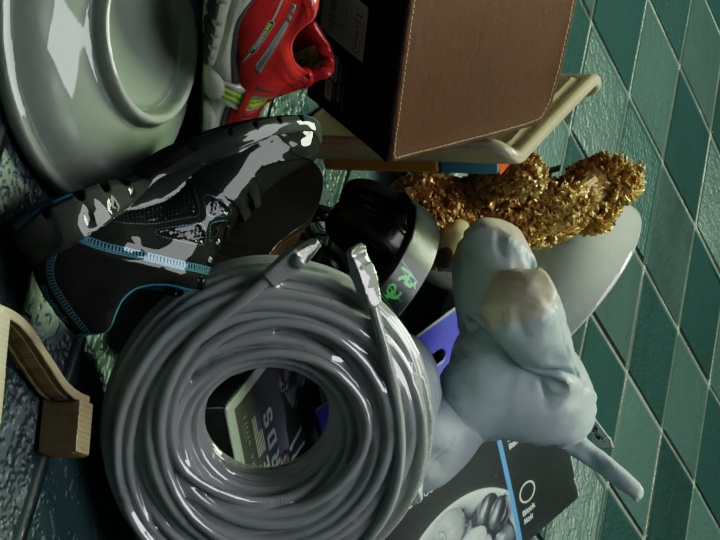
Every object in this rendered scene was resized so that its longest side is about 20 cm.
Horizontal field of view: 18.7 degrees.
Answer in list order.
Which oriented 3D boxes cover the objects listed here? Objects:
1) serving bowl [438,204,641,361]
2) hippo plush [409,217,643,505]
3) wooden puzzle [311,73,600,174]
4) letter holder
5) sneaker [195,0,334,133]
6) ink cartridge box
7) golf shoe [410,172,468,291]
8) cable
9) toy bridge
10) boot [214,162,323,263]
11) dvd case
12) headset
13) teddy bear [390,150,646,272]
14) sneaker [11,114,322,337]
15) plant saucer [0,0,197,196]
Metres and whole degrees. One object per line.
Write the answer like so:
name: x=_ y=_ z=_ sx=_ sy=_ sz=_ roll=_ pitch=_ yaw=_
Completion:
serving bowl: x=0.127 y=0.005 z=1.713 sx=0.066 sy=0.200 sz=0.200 roll=42 pitch=43 yaw=-13
hippo plush: x=0.065 y=0.075 z=1.478 sx=0.159 sy=0.161 sz=0.200 roll=-118 pitch=-178 yaw=-64
wooden puzzle: x=0.055 y=-0.103 z=1.540 sx=0.200 sy=0.185 sz=0.037 roll=-38 pitch=127 yaw=-59
letter holder: x=0.058 y=-0.190 z=1.391 sx=0.142 sy=0.101 sz=0.200 roll=-15 pitch=129 yaw=-30
sneaker: x=-0.059 y=-0.121 z=1.356 sx=0.200 sy=0.085 sz=0.077 roll=103 pitch=-15 yaw=-63
ink cartridge box: x=0.069 y=0.135 z=1.579 sx=0.198 sy=0.043 sz=0.200 roll=-36 pitch=125 yaw=-31
golf shoe: x=0.083 y=-0.067 z=1.688 sx=0.097 sy=0.078 sz=0.200 roll=38 pitch=57 yaw=-21
cable: x=-0.056 y=0.089 z=1.306 sx=0.069 sy=0.200 sz=0.200 roll=-117 pitch=-178 yaw=-72
toy bridge: x=-0.206 y=0.050 z=1.173 sx=0.200 sy=0.027 sz=0.067 roll=32 pitch=58 yaw=-60
boot: x=-0.080 y=-0.008 z=1.418 sx=0.200 sy=0.074 sz=0.075 roll=-64 pitch=171 yaw=-48
dvd case: x=-0.056 y=0.120 z=1.450 sx=0.200 sy=0.025 sz=0.150 roll=-55 pitch=138 yaw=-65
headset: x=0.000 y=0.000 z=1.460 sx=0.094 sy=0.124 sz=0.200 roll=40 pitch=7 yaw=-24
teddy bear: x=0.112 y=-0.038 z=1.569 sx=0.200 sy=0.145 sz=0.067 roll=-2 pitch=71 yaw=-36
sneaker: x=-0.103 y=-0.031 z=1.263 sx=0.200 sy=0.073 sz=0.082 roll=-27 pitch=98 yaw=-25
plant saucer: x=-0.143 y=-0.137 z=1.289 sx=0.200 sy=0.050 sz=0.200 roll=-1 pitch=90 yaw=-64
